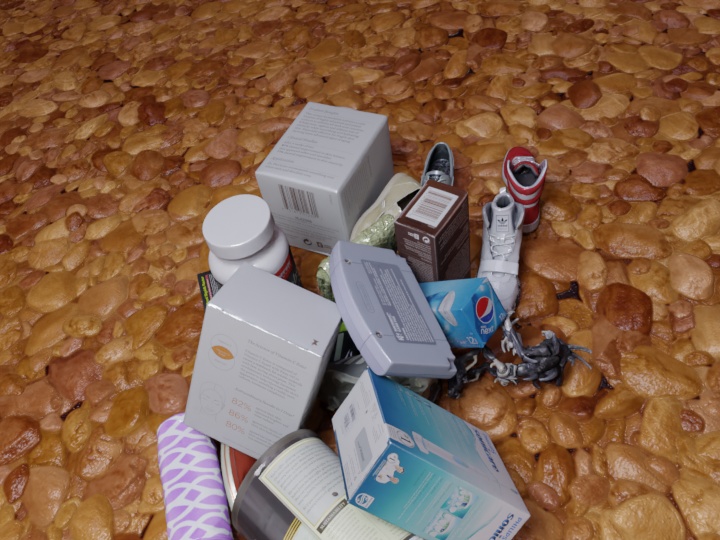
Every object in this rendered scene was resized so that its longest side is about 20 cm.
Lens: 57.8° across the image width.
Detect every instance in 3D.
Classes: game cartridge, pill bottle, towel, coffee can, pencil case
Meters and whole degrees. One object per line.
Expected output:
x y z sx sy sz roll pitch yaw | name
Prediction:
0.032 0.048 0.824 0.131 0.041 0.203 13 39 -37 | game cartridge
-0.146 0.003 0.913 0.112 0.203 0.118 -6 48 6 | pill bottle
0.000 0.000 0.980 0.147 0.201 0.037 -37 72 -14 | towel
-0.033 0.303 0.749 0.198 0.148 0.146 32 61 33 | coffee can
-0.215 0.284 0.846 0.082 0.087 0.203 -21 49 -2 | pencil case

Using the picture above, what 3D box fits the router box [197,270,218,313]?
-0.170 0.068 1.041 0.146 0.063 0.202 -19 48 -7 | router box

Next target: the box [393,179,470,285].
0.112 -0.022 0.968 0.074 0.203 0.101 22 55 30 | box

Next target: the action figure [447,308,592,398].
0.209 0.111 0.893 0.194 0.120 0.104 -12 52 9 | action figure

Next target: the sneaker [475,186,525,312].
0.215 -0.031 1.013 0.073 0.117 0.203 4 50 15 | sneaker

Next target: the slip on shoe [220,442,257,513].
-0.151 0.250 0.875 0.059 0.075 0.203 -10 43 -2 | slip on shoe

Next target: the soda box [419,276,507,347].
0.104 0.061 0.910 0.068 0.065 0.198 -44 19 -30 | soda box

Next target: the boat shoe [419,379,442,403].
0.057 0.200 0.875 0.071 0.065 0.201 -13 33 47 | boat shoe

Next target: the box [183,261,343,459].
-0.123 0.122 0.826 0.149 0.204 0.107 23 31 4 | box

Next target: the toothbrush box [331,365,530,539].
0.075 0.219 0.739 0.086 0.197 0.147 -55 21 14 | toothbrush box

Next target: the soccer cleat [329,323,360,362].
-0.050 0.138 0.957 0.197 0.068 0.082 -31 63 -16 | soccer cleat

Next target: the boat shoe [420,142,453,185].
0.132 -0.150 1.163 0.068 0.073 0.204 2 50 13 | boat shoe

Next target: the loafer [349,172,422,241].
0.048 -0.079 1.094 0.067 0.076 0.203 13 66 43 | loafer

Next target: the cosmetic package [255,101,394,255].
-0.053 -0.158 1.146 0.163 0.169 0.202 16 54 23 | cosmetic package

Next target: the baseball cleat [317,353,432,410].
0.021 0.136 0.895 0.195 0.071 0.107 -8 27 32 | baseball cleat

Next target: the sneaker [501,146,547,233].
0.282 -0.175 1.127 0.069 0.114 0.204 -2 48 9 | sneaker
